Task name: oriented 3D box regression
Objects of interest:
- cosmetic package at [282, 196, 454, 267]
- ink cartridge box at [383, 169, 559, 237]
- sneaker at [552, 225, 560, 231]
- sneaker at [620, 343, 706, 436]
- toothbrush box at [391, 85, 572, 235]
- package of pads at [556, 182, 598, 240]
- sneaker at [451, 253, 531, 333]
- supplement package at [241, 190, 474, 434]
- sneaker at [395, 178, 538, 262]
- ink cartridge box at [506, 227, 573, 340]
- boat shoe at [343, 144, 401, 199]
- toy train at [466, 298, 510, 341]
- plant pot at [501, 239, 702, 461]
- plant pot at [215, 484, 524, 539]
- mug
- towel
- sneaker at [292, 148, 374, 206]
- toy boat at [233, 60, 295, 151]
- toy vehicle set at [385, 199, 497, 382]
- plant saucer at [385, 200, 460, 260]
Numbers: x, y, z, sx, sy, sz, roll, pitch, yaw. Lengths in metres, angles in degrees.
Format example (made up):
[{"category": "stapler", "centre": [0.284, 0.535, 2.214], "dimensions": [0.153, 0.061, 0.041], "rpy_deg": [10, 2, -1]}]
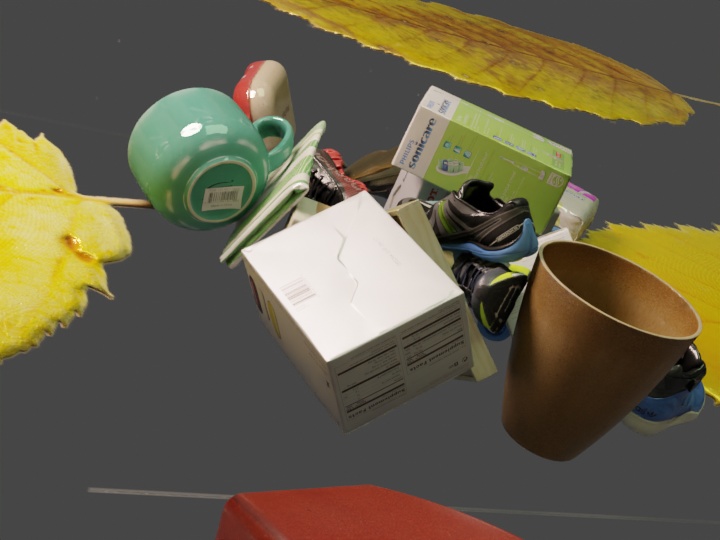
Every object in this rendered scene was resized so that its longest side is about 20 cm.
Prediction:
[{"category": "cosmetic package", "centre": [0.000, 0.000, 1.455], "dimensions": [0.200, 0.105, 0.071], "rpy_deg": [21, 26, -9]}, {"category": "ink cartridge box", "centre": [0.138, -0.061, 1.649], "dimensions": [0.200, 0.147, 0.083], "rpy_deg": [14, 29, -18]}, {"category": "sneaker", "centre": [0.210, -0.058, 1.779], "dimensions": [0.200, 0.071, 0.083], "rpy_deg": [10, 33, -21]}, {"category": "sneaker", "centre": [0.390, 0.127, 1.531], "dimensions": [0.077, 0.111, 0.200], "rpy_deg": [37, 27, 28]}, {"category": "toothbrush box", "centre": [0.153, -0.139, 1.531], "dimensions": [0.200, 0.086, 0.146], "rpy_deg": [26, 20, 0]}, {"category": "package of pads", "centre": [0.268, -0.115, 1.971], "dimensions": [0.200, 0.068, 0.155], "rpy_deg": [28, 24, 11]}, {"category": "sneaker", "centre": [0.133, 0.017, 1.358], "dimensions": [0.081, 0.074, 0.200], "rpy_deg": [27, 5, 8]}, {"category": "supplement package", "centre": [-0.005, 0.039, 1.283], "dimensions": [0.156, 0.111, 0.200], "rpy_deg": [-27, 44, -15]}, {"category": "sneaker", "centre": [0.115, -0.061, 1.354], "dimensions": [0.071, 0.083, 0.200], "rpy_deg": [-13, 16, -37]}, {"category": "ink cartridge box", "centre": [0.229, 0.062, 1.463], "dimensions": [0.050, 0.109, 0.200], "rpy_deg": [51, 18, -76]}, {"category": "boat shoe", "centre": [0.038, -0.128, 1.724], "dimensions": [0.072, 0.201, 0.066], "rpy_deg": [-47, 109, -30]}, {"category": "toy train", "centre": [0.234, 0.050, 1.544], "dimensions": [0.200, 0.114, 0.087], "rpy_deg": [26, 24, 6]}, {"category": "plant pot", "centre": [0.236, 0.099, 1.340], "dimensions": [0.186, 0.200, 0.186], "rpy_deg": [19, 25, -9]}, {"category": "plant pot", "centre": [-0.009, 0.250, 0.850], "dimensions": [0.200, 0.200, 0.176], "rpy_deg": [4, 18, -37]}, {"category": "mug", "centre": [-0.173, -0.133, 1.479], "dimensions": [0.152, 0.185, 0.114], "rpy_deg": [45, 5, -47]}, {"category": "towel", "centre": [-0.101, -0.093, 1.508], "dimensions": [0.023, 0.153, 0.200], "rpy_deg": [40, 23, -13]}, {"category": "sneaker", "centre": [-0.050, -0.109, 1.669], "dimensions": [0.098, 0.071, 0.200], "rpy_deg": [13, 24, -30]}, {"category": "toy boat", "centre": [-0.167, -0.219, 1.765], "dimensions": [0.131, 0.131, 0.200], "rpy_deg": [-5, 23, 9]}, {"category": "toy vehicle set", "centre": [0.075, 0.024, 1.349], "dimensions": [0.027, 0.200, 0.124], "rpy_deg": [-26, 5, -14]}, {"category": "plant saucer", "centre": [0.089, -0.041, 1.533], "dimensions": [0.200, 0.200, 0.027], "rpy_deg": [12, 66, -25]}]
